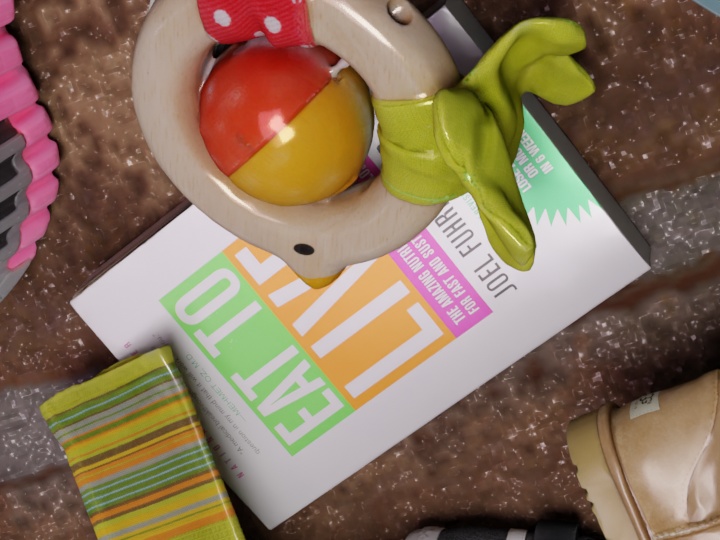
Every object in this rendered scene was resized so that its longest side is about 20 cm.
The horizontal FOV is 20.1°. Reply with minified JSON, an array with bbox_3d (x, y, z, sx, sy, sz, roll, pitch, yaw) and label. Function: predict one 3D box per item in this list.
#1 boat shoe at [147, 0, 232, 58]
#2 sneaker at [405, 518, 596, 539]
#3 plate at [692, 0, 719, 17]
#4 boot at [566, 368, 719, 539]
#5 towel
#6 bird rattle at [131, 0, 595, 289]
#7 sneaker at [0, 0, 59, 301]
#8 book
[{"bbox_3d":[-0.027,-0.143,0.771,0.060,0.072,0.202,24,110,8],"label":"boat shoe"},{"bbox_3d":[0.084,0.204,0.864,0.111,0.073,0.201,-5,106,16],"label":"sneaker"},{"bbox_3d":[0.179,-0.176,0.737,0.199,0.026,0.202,4,110,12],"label":"plate"},{"bbox_3d":[0.195,0.090,0.738,0.199,0.066,0.176,-24,101,20],"label":"boot"},{"bbox_3d":[-0.070,0.134,0.825,0.086,0.018,0.201,-27,82,46],"label":"towel"},{"bbox_3d":[-0.019,-0.067,0.724,0.200,0.113,0.163,36,132,-17],"label":"bird rattle"},{"bbox_3d":[-0.186,-0.078,0.842,0.095,0.079,0.201,9,112,34],"label":"sneaker"},{"bbox_3d":[0.000,0.000,0.833,0.200,0.048,0.134,-37,98,18],"label":"book"}]
